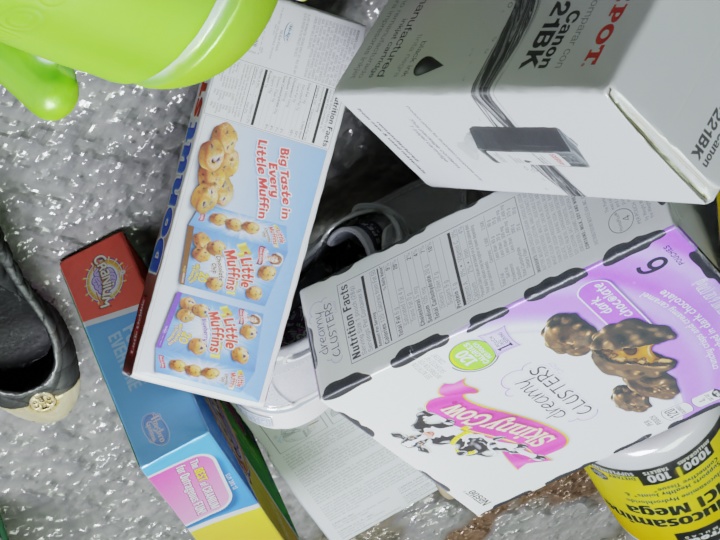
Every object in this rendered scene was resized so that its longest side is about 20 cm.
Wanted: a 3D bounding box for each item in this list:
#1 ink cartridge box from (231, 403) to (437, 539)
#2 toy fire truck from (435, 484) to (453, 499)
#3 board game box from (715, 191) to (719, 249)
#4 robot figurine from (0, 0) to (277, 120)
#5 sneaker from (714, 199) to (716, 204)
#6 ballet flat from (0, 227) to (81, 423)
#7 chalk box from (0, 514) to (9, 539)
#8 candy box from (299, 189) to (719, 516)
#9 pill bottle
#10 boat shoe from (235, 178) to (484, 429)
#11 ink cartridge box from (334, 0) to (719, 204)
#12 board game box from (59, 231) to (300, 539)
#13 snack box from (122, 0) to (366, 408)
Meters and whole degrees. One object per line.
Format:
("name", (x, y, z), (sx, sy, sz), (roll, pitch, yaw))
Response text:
("ink cartridge box", (0.013, 0.077, 1.238), (0.162, 0.050, 0.200), (-29, 139, 0))
("toy fire truck", (0.118, 0.042, 1.164), (0.176, 0.129, 0.200), (45, 64, -50))
("board game box", (0.248, -0.034, 0.966), (0.165, 0.200, 0.057), (3, 169, -33))
("robot figurine", (-0.117, -0.147, 0.865), (0.200, 0.116, 0.176), (16, 118, -41))
("sneaker", (0.177, -0.044, 1.048), (0.200, 0.074, 0.116), (4, 137, -19))
("ballet flat", (-0.197, 0.027, 1.051), (0.066, 0.057, 0.200), (-26, 141, -2))
("chalk box", (-0.256, 0.229, 1.183), (0.124, 0.125, 0.200), (-15, 138, -17))
("candy box", (0.098, 0.031, 1.014), (0.200, 0.072, 0.168), (-27, 142, 20))
("pill bottle", (0.208, 0.119, 1.333), (0.112, 0.113, 0.200), (-32, 141, 4))
("boat shoe", (0.000, 0.000, 1.085), (0.200, 0.072, 0.069), (-38, 148, -27))
("ink cartridge box", (0.103, -0.114, 0.921), (0.084, 0.200, 0.144), (41, 71, -32))
("board game box", (-0.091, 0.094, 1.111), (0.040, 0.153, 0.200), (-28, 141, 0))
("snack box", (-0.058, -0.036, 0.994), (0.072, 0.024, 0.200), (15, 90, -20))
